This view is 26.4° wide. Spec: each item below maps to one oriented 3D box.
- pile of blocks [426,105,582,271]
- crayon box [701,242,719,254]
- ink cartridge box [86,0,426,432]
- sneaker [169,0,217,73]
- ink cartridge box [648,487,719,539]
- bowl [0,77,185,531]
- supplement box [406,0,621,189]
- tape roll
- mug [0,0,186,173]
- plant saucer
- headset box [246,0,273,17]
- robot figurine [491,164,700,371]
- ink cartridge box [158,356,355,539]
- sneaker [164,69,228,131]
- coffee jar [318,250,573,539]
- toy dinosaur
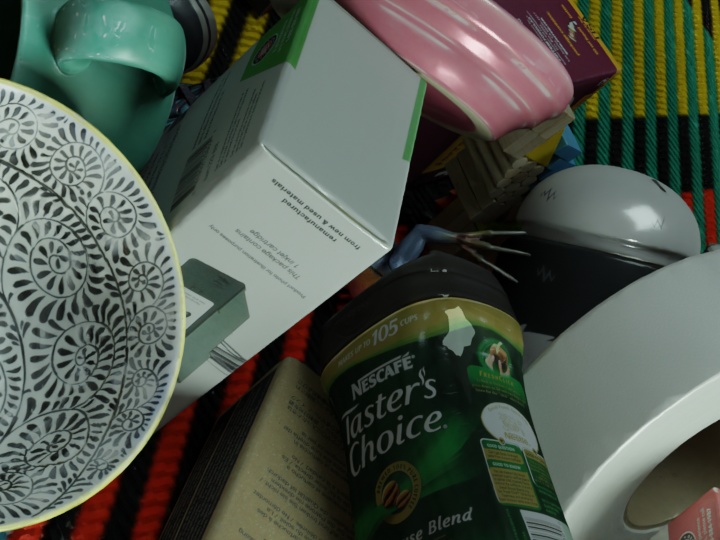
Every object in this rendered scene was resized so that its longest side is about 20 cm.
[{"bbox_3d":[0.097,-0.073,1.025,0.082,0.200,0.062,-12,64,-23],"label":"pile of blocks"},{"bbox_3d":[0.297,0.071,0.954,0.127,0.051,0.200,5,40,-26],"label":"crayon box"},{"bbox_3d":[-0.069,-0.027,0.790,0.084,0.200,0.146,38,37,-20],"label":"ink cartridge box"},{"bbox_3d":[-0.182,-0.175,0.910,0.200,0.078,0.079,35,32,-1],"label":"sneaker"},{"bbox_3d":[0.152,0.218,0.793,0.067,0.200,0.117,23,43,-18],"label":"ink cartridge box"},{"bbox_3d":[-0.188,0.021,0.688,0.200,0.094,0.201,9,72,-29],"label":"bowl"},{"bbox_3d":[0.090,-0.137,1.131,0.200,0.110,0.086,-21,74,-52],"label":"supplement box"},{"bbox_3d":[0.168,0.083,0.835,0.202,0.203,0.071,4,41,-45],"label":"tape roll"},{"bbox_3d":[-0.157,-0.096,0.786,0.114,0.152,0.185,10,26,-43],"label":"mug"},{"bbox_3d":[0.024,-0.133,0.872,0.200,0.051,0.201,32,-2,1],"label":"plant saucer"},{"bbox_3d":[-0.065,-0.283,1.131,0.149,0.077,0.200,48,37,-1],"label":"headset box"},{"bbox_3d":[0.146,0.033,0.983,0.150,0.200,0.125,13,0,11],"label":"robot figurine"},{"bbox_3d":[-0.003,0.168,0.786,0.200,0.075,0.165,40,38,-13],"label":"ink cartridge box"},{"bbox_3d":[-0.078,-0.096,0.893,0.200,0.096,0.079,1,58,-15],"label":"sneaker"},{"bbox_3d":[0.040,0.093,0.749,0.085,0.104,0.200,22,43,-37],"label":"coffee jar"},{"bbox_3d":[0.000,0.000,0.976,0.200,0.105,0.182,-2,64,-7],"label":"toy dinosaur"}]
